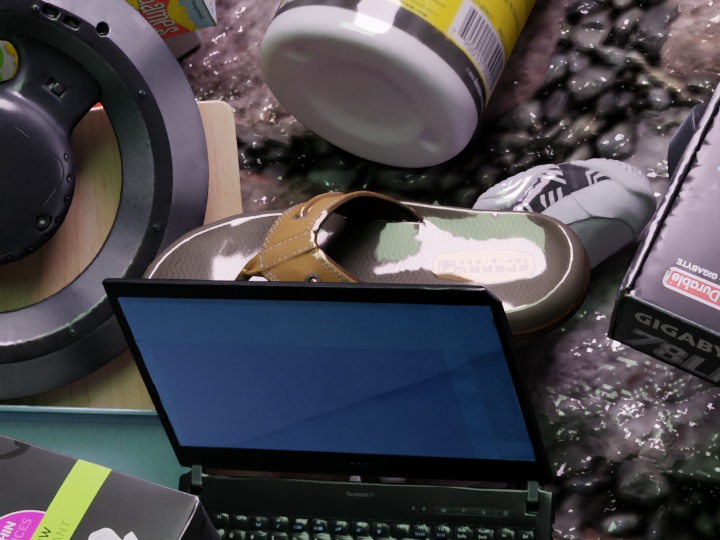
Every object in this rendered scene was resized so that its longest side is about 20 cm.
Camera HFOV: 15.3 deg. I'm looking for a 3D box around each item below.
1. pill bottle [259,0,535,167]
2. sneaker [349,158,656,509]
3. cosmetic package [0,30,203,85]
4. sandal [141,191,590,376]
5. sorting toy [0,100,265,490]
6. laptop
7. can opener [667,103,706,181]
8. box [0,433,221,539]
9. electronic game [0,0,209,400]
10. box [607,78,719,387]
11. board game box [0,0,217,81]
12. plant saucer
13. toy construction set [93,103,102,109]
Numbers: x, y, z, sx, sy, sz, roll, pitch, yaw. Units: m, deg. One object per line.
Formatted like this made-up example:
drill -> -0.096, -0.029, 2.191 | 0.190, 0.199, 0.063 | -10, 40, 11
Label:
pill bottle -> 0.038, -0.161, 1.338 | 0.114, 0.114, 0.200 | 11, 60, 27
sneaker -> 0.062, 0.032, 1.219 | 0.200, 0.075, 0.115 | -23, 64, -12
cosmetic package -> -0.206, -0.125, 1.449 | 0.200, 0.052, 0.151 | -35, 48, -5
sandal -> 0.000, 0.000, 1.166 | 0.200, 0.055, 0.082 | -2, 60, 4
sorting toy -> -0.151, 0.030, 1.248 | 0.198, 0.070, 0.200 | -5, 89, -6
laptop -> -0.017, 0.111, 1.124 | 0.177, 0.103, 0.200 | 1, 81, 22
can opener -> 0.200, -0.007, 1.209 | 0.063, 0.079, 0.200 | 2, 49, -26
box -> -0.150, 0.181, 1.069 | 0.148, 0.124, 0.200 | 14, 61, 25
electronic game -> -0.166, -0.042, 1.192 | 0.200, 0.200, 0.042 | -35, 11, -6
box -> 0.234, -0.018, 1.155 | 0.200, 0.050, 0.199 | 24, 60, 10
board game box -> -0.185, -0.168, 1.372 | 0.200, 0.103, 0.105 | -14, 51, 11
plant saucer -> -0.170, 0.094, 1.201 | 0.200, 0.019, 0.070 | 2, 89, -5
toy construction set -> -0.200, -0.015, 1.347 | 0.200, 0.092, 0.131 | -33, 31, -9
